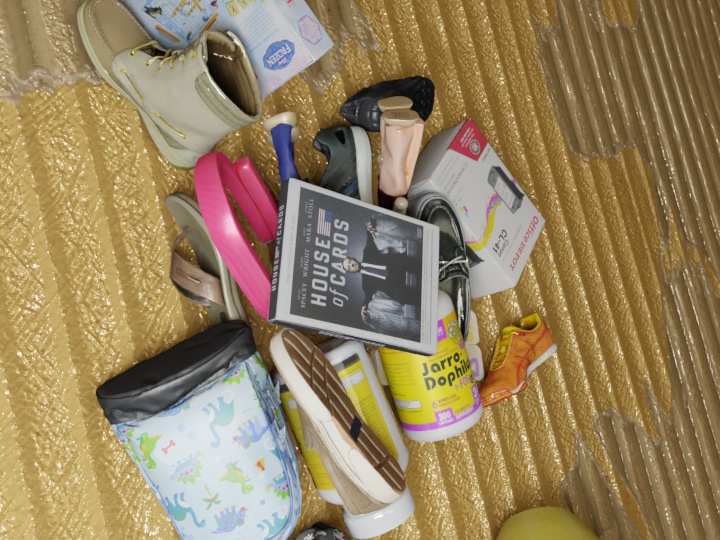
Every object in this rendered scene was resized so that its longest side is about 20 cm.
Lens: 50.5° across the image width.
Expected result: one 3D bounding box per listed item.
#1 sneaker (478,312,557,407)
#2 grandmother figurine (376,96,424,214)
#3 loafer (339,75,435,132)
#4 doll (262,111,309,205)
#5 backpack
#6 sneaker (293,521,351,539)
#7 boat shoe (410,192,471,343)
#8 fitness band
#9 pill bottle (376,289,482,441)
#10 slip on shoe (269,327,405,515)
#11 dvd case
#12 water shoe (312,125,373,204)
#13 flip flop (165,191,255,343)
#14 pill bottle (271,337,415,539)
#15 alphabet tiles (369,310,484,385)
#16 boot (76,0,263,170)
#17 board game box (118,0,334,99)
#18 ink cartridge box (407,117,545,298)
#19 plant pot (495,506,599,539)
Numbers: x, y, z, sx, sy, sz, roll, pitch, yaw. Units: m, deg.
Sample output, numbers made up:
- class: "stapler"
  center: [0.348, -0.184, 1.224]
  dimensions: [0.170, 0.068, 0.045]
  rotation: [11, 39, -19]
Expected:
- class: "sneaker"
  center: [0.209, 0.127, 1.079]
  dimensions: [0.078, 0.073, 0.200]
  rotation: [56, 40, -3]
- class: "grandmother figurine"
  center: [0.043, -0.102, 0.942]
  dimensions: [0.060, 0.202, 0.122]
  rotation: [2, 35, 0]
- class: "loafer"
  center: [0.043, -0.228, 1.032]
  dimensions: [0.200, 0.070, 0.069]
  rotation: [-32, 131, -55]
- class: "doll"
  center: [-0.068, -0.075, 0.866]
  dimensions: [0.048, 0.137, 0.203]
  rotation: [-15, 77, -2]
- class: "backpack"
  center: [-0.136, 0.176, 0.725]
  dimensions: [0.161, 0.154, 0.202]
  rotation: [-23, 110, -15]
- class: "sneaker"
  center: [-0.035, 0.314, 0.760]
  dimensions: [0.071, 0.200, 0.098]
  rotation: [-43, 94, 4]
- class: "boat shoe"
  center: [0.113, 0.001, 0.972]
  dimensions: [0.071, 0.071, 0.203]
  rotation: [-13, 100, -13]
- class: "fitness band"
  center: [-0.114, -0.036, 0.804]
  dimensions: [0.145, 0.037, 0.201]
  rotation: [-95, 162, -49]
- class: "pill bottle"
  center: [0.073, 0.093, 0.915]
  dimensions: [0.104, 0.104, 0.203]
  rotation: [-26, 102, -41]
- class: "slip on shoe"
  center: [-0.035, 0.152, 0.751]
  dimensions: [0.201, 0.060, 0.076]
  rotation: [53, 19, -7]
- class: "dvd case"
  center: [0.000, 0.000, 0.809]
  dimensions: [0.198, 0.025, 0.153]
  rotation: [15, 68, -31]
- class: "water shoe"
  center: [-0.025, -0.078, 0.946]
  dimensions: [0.078, 0.072, 0.203]
  rotation: [-1, 81, -9]
- class: "flip flop"
  center: [-0.165, 0.016, 0.792]
  dimensions: [0.057, 0.081, 0.203]
  rotation: [-19, 95, -27]
- class: "pill bottle"
  center: [-0.013, 0.182, 0.839]
  dimensions: [0.111, 0.111, 0.202]
  rotation: [-24, 94, -41]
- class: "alphabet tiles"
  center: [0.090, 0.099, 1.014]
  dimensions: [0.198, 0.015, 0.199]
  rotation: [5, 75, -40]
- class: "boot"
  center: [-0.191, -0.213, 0.772]
  dimensions: [0.072, 0.154, 0.201]
  rotation: [-44, 106, -38]
- class: "board game box"
  center: [-0.152, -0.267, 0.792]
  dimensions: [0.200, 0.199, 0.041]
  rotation: [54, 51, -16]
- class: "ink cartridge box"
  center: [0.157, -0.087, 1.077]
  dimensions: [0.200, 0.085, 0.148]
  rotation: [47, 53, -18]
- class: "plant pot"
  center: [0.239, 0.388, 0.964]
  dimensions: [0.199, 0.200, 0.143]
  rotation: [28, 36, -31]
